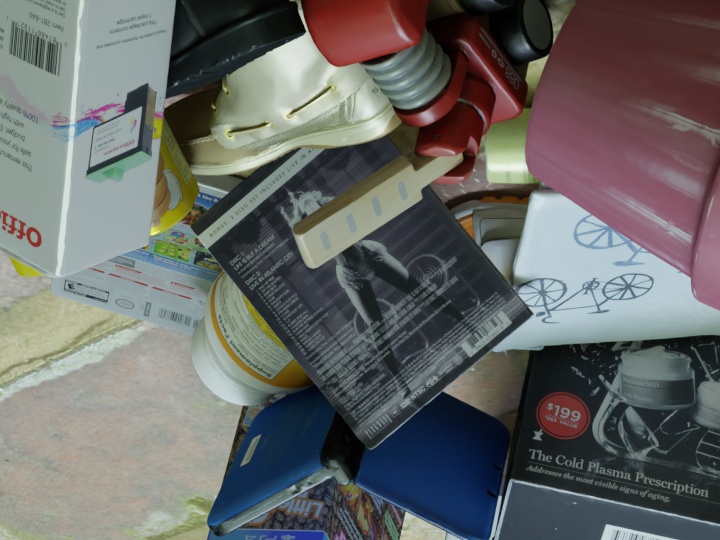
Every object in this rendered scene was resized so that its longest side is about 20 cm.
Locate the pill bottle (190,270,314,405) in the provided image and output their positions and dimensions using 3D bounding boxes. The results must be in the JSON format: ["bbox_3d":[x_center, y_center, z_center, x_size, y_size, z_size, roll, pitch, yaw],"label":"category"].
[{"bbox_3d":[-0.048,0.023,1.675,0.111,0.112,0.200,26,142,-17],"label":"pill bottle"}]

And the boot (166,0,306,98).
[{"bbox_3d":[-0.120,-0.194,1.379,0.198,0.073,0.163,-20,91,49],"label":"boot"}]

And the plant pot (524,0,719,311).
[{"bbox_3d":[0.206,-0.087,1.385,0.178,0.201,0.201,21,147,17],"label":"plant pot"}]

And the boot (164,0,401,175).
[{"bbox_3d":[-0.083,-0.142,1.498,0.199,0.073,0.156,-7,137,32],"label":"boot"}]

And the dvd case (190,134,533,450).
[{"bbox_3d":[0.000,0.000,1.556,0.148,0.016,0.200,-40,88,6],"label":"dvd case"}]

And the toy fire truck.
[{"bbox_3d":[0.016,-0.117,1.386,0.128,0.201,0.176,-12,137,32],"label":"toy fire truck"}]

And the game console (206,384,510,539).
[{"bbox_3d":[0.002,0.150,1.648,0.170,0.200,0.119,-30,102,18],"label":"game console"}]

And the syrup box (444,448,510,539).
[{"bbox_3d":[0.118,0.198,1.788,0.081,0.079,0.200,13,-173,10],"label":"syrup box"}]

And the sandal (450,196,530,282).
[{"bbox_3d":[0.141,-0.011,1.608,0.205,0.060,0.079,-4,140,25],"label":"sandal"}]

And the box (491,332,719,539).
[{"bbox_3d":[0.212,0.124,1.661,0.199,0.183,0.104,12,143,3],"label":"box"}]

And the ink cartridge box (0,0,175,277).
[{"bbox_3d":[-0.194,-0.118,1.366,0.144,0.084,0.201,26,120,33],"label":"ink cartridge box"}]

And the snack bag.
[{"bbox_3d":[0.193,-0.006,1.566,0.187,0.022,0.200,-4,146,-9],"label":"snack bag"}]

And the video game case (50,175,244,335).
[{"bbox_3d":[-0.160,-0.022,1.736,0.142,0.018,0.200,17,145,-2],"label":"video game case"}]

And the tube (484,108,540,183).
[{"bbox_3d":[0.183,-0.082,1.509,0.198,0.058,0.052,1,102,7],"label":"tube"}]

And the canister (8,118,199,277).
[{"bbox_3d":[-0.210,-0.109,1.503,0.148,0.087,0.201,-19,113,17],"label":"canister"}]

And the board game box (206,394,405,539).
[{"bbox_3d":[-0.034,0.180,1.809,0.096,0.201,0.160,-1,142,20],"label":"board game box"}]
